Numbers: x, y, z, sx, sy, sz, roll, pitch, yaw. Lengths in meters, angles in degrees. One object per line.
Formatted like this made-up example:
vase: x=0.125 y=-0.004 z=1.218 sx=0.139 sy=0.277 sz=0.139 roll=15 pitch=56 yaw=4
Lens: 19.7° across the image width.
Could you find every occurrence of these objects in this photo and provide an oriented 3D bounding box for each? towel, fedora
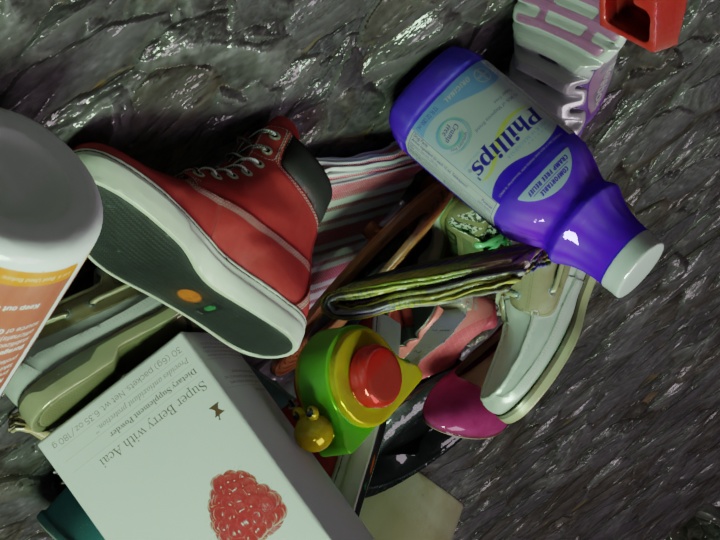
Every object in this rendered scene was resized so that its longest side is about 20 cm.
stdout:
towel: x=0.058 y=0.006 z=1.441 sx=0.143 sy=0.023 sz=0.200 roll=-12 pitch=-178 yaw=12
fedora: x=0.033 y=0.110 z=1.773 sx=0.200 sy=0.092 sz=0.201 roll=-35 pitch=161 yaw=-14
towel: x=-0.047 y=-0.015 z=1.471 sx=0.146 sy=0.030 sz=0.200 roll=-15 pitch=150 yaw=-52

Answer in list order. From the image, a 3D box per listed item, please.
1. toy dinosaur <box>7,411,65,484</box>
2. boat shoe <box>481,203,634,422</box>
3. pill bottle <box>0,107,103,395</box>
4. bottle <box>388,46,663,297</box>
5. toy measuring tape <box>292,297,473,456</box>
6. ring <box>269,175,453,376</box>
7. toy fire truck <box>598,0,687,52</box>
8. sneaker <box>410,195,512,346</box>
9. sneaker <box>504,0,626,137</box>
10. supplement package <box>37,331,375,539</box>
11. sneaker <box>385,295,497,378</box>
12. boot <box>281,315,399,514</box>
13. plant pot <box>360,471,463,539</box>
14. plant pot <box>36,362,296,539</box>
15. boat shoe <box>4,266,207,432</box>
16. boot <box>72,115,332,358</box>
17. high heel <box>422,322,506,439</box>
toy dinosaur: x=-0.172 y=0.099 z=1.418 sx=0.101 sy=0.058 sz=0.200 roll=-35 pitch=154 yaw=30
boat shoe: x=0.133 y=0.017 z=1.565 sx=0.075 sy=0.068 sz=0.200 roll=-21 pitch=-142 yaw=63
pill bottle: x=-0.226 y=0.017 z=1.099 sx=0.112 sy=0.112 sz=0.200 roll=-14 pitch=149 yaw=-49
bottle: x=0.112 y=-0.062 z=1.378 sx=0.084 sy=0.200 sz=0.065 roll=-45 pitch=161 yaw=-8
toy measuring tape: x=0.010 y=0.050 z=1.384 sx=0.200 sy=0.074 sz=0.074 roll=-47 pitch=170 yaw=-42
ring: x=0.000 y=0.000 z=1.528 sx=0.200 sy=0.019 sz=0.200 roll=-47 pitch=173 yaw=-8
toy fire truck: x=0.223 y=-0.250 z=1.308 sx=0.141 sy=0.049 sz=0.200 roll=-24 pitch=133 yaw=-37
sneaker: x=0.100 y=-0.010 z=1.640 sx=0.077 sy=0.089 sz=0.200 roll=-28 pitch=157 yaw=-27
sneaker: x=0.149 y=-0.160 z=1.436 sx=0.088 sy=0.080 sz=0.200 roll=-44 pitch=161 yaw=-45
supplement package: x=-0.087 y=0.153 z=1.318 sx=0.121 sy=0.200 sz=0.120 roll=-38 pitch=173 yaw=6
sneaker: x=0.034 y=0.070 z=1.648 sx=0.087 sy=0.074 sz=0.200 roll=14 pitch=144 yaw=-33
boot: x=-0.056 y=0.104 z=1.446 sx=0.072 sy=0.144 sz=0.200 roll=93 pitch=14 yaw=-57
plant pot: x=0.001 y=0.256 z=1.931 sx=0.174 sy=0.200 sz=0.200 roll=-54 pitch=160 yaw=-3
plant pot: x=-0.106 y=0.170 z=1.546 sx=0.188 sy=0.200 sz=0.200 roll=-53 pitch=161 yaw=-6
boat shoe: x=-0.144 y=0.021 z=1.314 sx=0.200 sy=0.068 sz=0.075 roll=-31 pitch=162 yaw=-27
boot: x=-0.096 y=-0.054 z=1.253 sx=0.072 sy=0.145 sz=0.200 roll=-12 pitch=144 yaw=39
high heel: x=0.112 y=0.064 z=1.622 sx=0.200 sy=0.067 sz=0.096 roll=-31 pitch=144 yaw=-59
